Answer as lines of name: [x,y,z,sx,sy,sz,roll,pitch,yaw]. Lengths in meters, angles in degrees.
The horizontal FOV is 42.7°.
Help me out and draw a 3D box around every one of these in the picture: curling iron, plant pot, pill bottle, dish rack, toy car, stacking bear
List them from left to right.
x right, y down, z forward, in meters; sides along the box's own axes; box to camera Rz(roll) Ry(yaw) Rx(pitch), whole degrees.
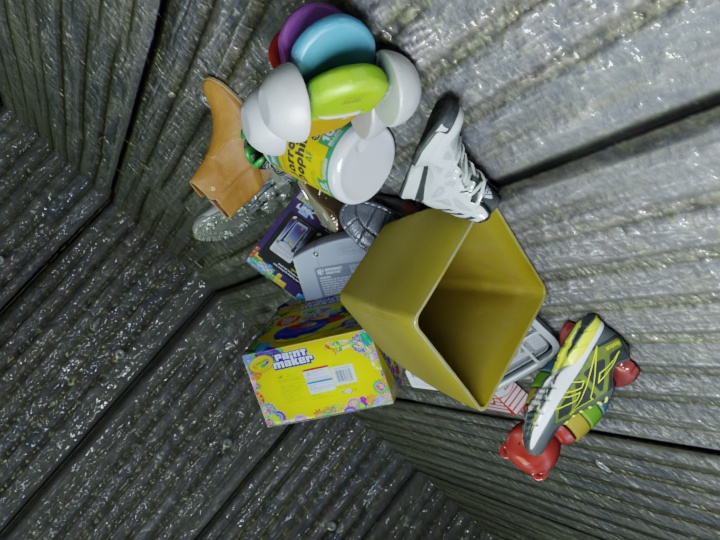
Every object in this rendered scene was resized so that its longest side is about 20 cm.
pill bottle: [-0.062,-0.173,1.221,0.200,0.113,0.113,31,163,34]
toy car: [-0.041,-0.217,1.020,0.200,0.175,0.150,173,85,-71]
curling iron: [0.068,-0.097,1.306,0.200,0.026,0.050,19,134,65]
plant pot: [0.095,0.035,1.213,0.176,0.200,0.200,9,148,43]
dish rack: [0.186,0.098,1.395,0.172,0.044,0.200,42,130,-12]
stacking bear: [0.276,0.193,1.282,0.121,0.200,0.114,35,166,18]

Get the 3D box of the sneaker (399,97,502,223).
sneaker: [0.118,-0.121,1.057,0.115,0.076,0.201,23,160,1]

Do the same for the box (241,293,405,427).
box: [-0.042,0.124,1.394,0.193,0.200,0.122,-58,-48,-68]

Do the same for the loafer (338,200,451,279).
loafer: [0.060,-0.043,1.355,0.200,0.072,0.063,26,-176,-1]

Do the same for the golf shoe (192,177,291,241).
golf shoe: [-0.218,-0.124,1.596,0.097,0.200,0.078,46,151,22]

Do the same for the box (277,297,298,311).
box: [-0.019,0.100,1.708,0.184,0.200,0.105,52,-172,-40]

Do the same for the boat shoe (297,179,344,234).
boat shoe: [-0.036,-0.097,1.478,0.200,0.072,0.065,52,170,-30]

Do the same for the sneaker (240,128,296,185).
sneaker: [-0.146,-0.188,1.441,0.078,0.085,0.200,34,165,21]

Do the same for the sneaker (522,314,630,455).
sneaker: [0.283,0.159,1.198,0.085,0.200,0.074,30,180,-1]

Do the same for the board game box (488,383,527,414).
board game box: [0.217,0.205,1.773,0.151,0.046,0.200,43,165,-11]

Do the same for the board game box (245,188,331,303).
board game box: [-0.067,-0.021,1.570,0.200,0.165,0.057,36,173,17]

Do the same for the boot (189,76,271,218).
boot: [-0.228,-0.195,1.490,0.071,0.144,0.201,12,143,55]

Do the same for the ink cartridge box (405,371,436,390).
ink cartridge box: [0.144,0.132,1.569,0.144,0.084,0.200,4,152,17]

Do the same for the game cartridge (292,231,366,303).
game cartridge: [0.000,0.000,1.457,0.200,0.040,0.134,-8,119,14]
